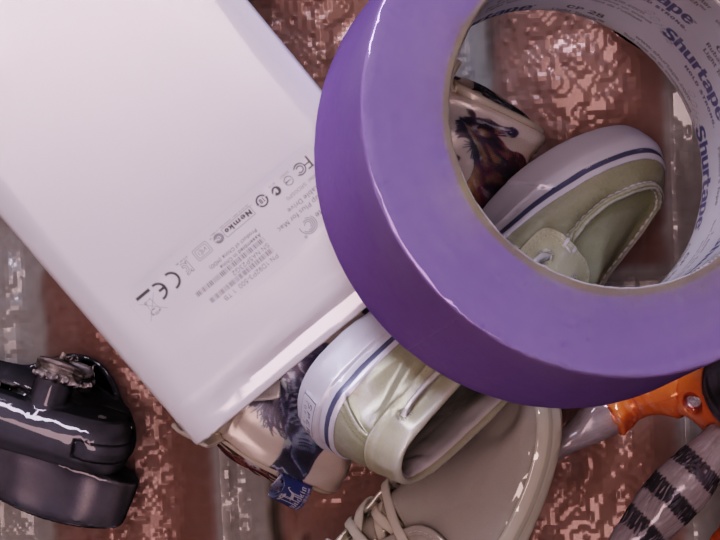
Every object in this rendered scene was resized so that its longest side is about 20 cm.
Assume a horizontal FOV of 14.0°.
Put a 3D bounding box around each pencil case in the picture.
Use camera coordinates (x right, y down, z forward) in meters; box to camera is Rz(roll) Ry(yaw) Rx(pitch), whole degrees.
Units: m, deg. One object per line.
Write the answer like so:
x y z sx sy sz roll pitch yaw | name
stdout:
0.000 0.000 1.249 0.078 0.089 0.201 33 98 19 | pencil case

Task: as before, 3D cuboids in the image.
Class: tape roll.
0.087 -0.050 1.150 0.199 0.085 0.201 3 79 -14 | tape roll

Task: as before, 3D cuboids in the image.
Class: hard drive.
-0.080 -0.047 1.182 0.132 0.026 0.200 -39 101 4 | hard drive

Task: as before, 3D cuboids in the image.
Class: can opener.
-0.190 0.053 1.299 0.199 0.063 0.079 20 97 8 | can opener

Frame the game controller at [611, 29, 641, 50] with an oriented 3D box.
0.190 -0.102 1.215 0.199 0.042 0.105 33 136 10 | game controller

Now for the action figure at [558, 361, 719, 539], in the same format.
0.188 0.074 1.217 0.193 0.105 0.200 -44 82 20 | action figure

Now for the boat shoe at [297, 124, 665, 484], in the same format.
0.063 0.018 1.215 0.200 0.072 0.062 -41 56 -19 | boat shoe

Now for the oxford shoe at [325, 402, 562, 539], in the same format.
0.016 0.122 1.246 0.058 0.075 0.200 28 115 -23 | oxford shoe
